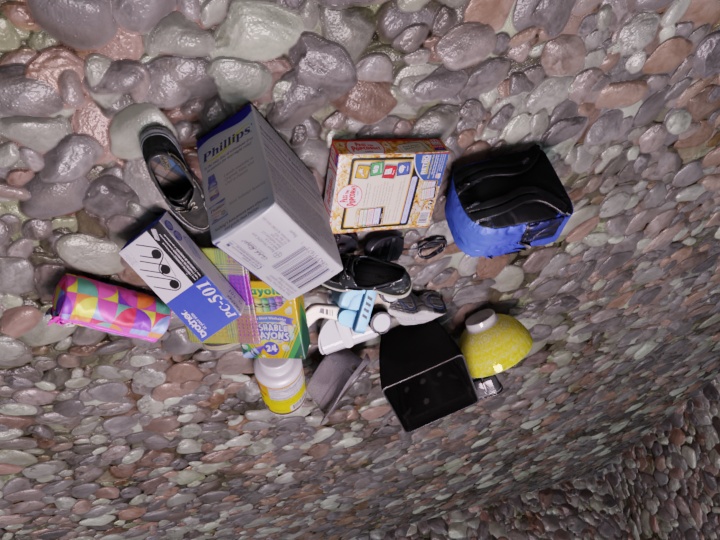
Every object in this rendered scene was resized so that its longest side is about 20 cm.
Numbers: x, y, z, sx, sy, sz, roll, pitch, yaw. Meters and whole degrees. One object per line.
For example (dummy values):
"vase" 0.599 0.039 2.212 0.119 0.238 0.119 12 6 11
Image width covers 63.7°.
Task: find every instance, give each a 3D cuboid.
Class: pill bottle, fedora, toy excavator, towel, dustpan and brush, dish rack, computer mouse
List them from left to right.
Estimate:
"towel" -0.251 0.047 1.009 0.139 0.023 0.205 1 120 9
"pill bottle" -0.179 0.234 1.296 0.106 0.111 0.203 -13 143 -10
"fedora" -0.063 0.252 1.351 0.200 0.090 0.178 -46 169 -37
"toy excavator" -0.039 0.073 1.148 0.195 0.100 0.200 13 104 -18
"dustpan and brush" -0.042 0.107 1.245 0.136 0.058 0.204 -18 124 1
"computer mouse" 0.089 -0.050 1.150 0.195 0.034 0.060 -2 123 -32
"dish rack" 0.283 0.262 1.500 0.150 0.201 0.056 -20 108 16

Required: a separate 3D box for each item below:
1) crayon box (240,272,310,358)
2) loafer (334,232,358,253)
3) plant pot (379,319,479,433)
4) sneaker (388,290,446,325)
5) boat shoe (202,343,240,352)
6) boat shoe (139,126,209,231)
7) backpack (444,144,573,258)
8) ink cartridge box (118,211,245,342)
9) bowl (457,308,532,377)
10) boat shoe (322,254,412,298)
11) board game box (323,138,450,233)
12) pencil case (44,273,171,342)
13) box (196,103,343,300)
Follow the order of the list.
"crayon box" -0.166 0.065 1.048 0.122 0.052 0.205 0 120 10
"loafer" -0.077 -0.058 1.022 0.197 0.064 0.072 20 127 -42
"plant pot" 0.147 0.229 1.379 0.195 0.180 0.202 -23 131 4
"sneaker" 0.104 0.090 1.294 0.196 0.076 0.087 12 137 -36
"boat shoe" -0.225 0.102 1.140 0.195 0.076 0.074 -19 144 -5
"boat shoe" -0.268 -0.118 0.858 0.067 0.058 0.202 -20 143 -1
"backpack" 0.252 -0.103 1.049 0.194 0.165 0.170 -11 146 -15
"ink cartridge box" -0.286 0.014 0.947 0.093 0.045 0.201 -31 113 15
"bowl" 0.315 0.163 1.436 0.196 0.201 0.110 -27 102 7
"boat shoe" 0.000 0.002 1.076 0.194 0.076 0.067 16 157 12
"board game box" 0.039 -0.141 0.974 0.194 0.047 0.154 -5 131 -21
"pencil case" -0.427 0.070 0.992 0.197 0.090 0.088 18 129 -41
"box" -0.130 -0.094 0.834 0.103 0.204 0.184 -28 143 13
